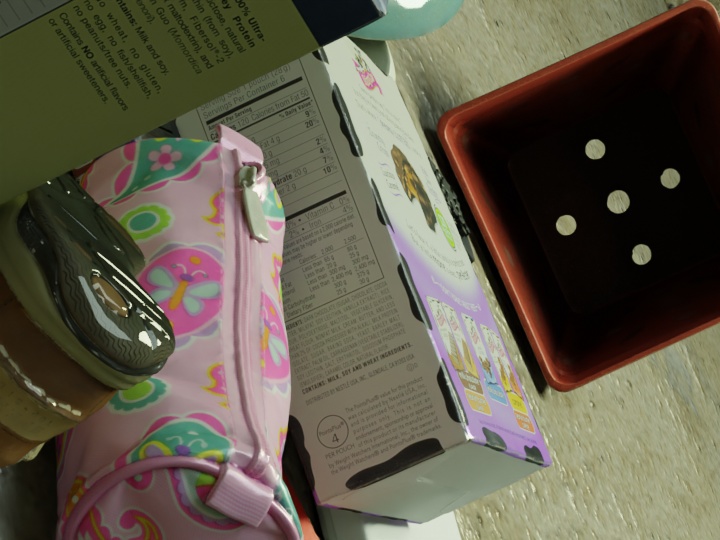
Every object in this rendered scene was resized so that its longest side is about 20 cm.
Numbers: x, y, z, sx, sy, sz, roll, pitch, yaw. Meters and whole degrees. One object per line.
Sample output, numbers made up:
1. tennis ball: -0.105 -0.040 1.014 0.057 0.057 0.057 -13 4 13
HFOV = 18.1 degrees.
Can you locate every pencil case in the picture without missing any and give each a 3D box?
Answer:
1. pencil case: -0.064 0.031 0.804 0.088 0.087 0.201 55 19 -34

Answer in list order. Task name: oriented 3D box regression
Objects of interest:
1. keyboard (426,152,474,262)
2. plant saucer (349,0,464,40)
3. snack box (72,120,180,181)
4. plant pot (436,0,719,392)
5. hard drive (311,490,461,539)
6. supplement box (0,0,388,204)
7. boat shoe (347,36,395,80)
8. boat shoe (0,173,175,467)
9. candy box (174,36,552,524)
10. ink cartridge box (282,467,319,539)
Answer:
1. keyboard: 0.019 -0.070 1.345 0.200 0.020 0.128 51 21 -40
2. plant saucer: -0.023 -0.204 1.193 0.199 0.027 0.201 21 41 -20
3. snack box: -0.080 -0.057 0.992 0.200 0.024 0.072 24 44 -67
4. plant pot: 0.181 -0.049 1.563 0.176 0.199 0.201 2 64 -87
5. hard drive: 0.029 0.168 1.019 0.132 0.026 0.201 40 30 -58
6. supplement box: -0.106 -0.130 0.691 0.135 0.199 0.200 58 18 -27
7. boat shoe: -0.033 -0.151 1.233 0.072 0.070 0.202 86 -15 -61
8. boat shoe: -0.114 0.004 0.711 0.076 0.074 0.200 45 2 -17
9. candy box: 0.000 0.000 0.968 0.201 0.071 0.168 69 11 14
10. ink cartridge box: -0.006 0.162 0.834 0.201 0.057 0.162 68 23 -5
